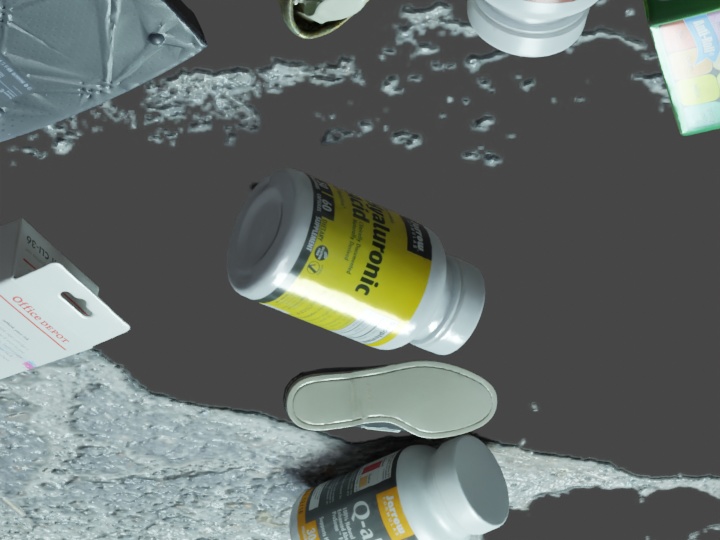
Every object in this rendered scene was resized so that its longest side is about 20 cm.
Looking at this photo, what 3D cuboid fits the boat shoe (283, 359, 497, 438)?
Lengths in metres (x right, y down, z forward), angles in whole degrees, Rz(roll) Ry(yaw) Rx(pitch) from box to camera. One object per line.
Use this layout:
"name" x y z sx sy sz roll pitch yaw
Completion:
"boat shoe" 0.026 0.116 1.802 0.199 0.073 0.063 0 -174 -11

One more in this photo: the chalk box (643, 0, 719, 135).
"chalk box" 0.254 -0.177 1.292 0.123 0.200 0.125 -11 141 13

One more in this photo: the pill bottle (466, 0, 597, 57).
"pill bottle" 0.123 -0.240 1.278 0.112 0.112 0.200 1 142 -4

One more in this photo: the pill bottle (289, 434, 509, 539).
"pill bottle" 0.038 0.239 1.897 0.200 0.117 0.116 -26 136 29

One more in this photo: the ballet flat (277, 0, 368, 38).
"ballet flat" 0.014 -0.226 1.332 0.071 0.071 0.200 27 134 -32

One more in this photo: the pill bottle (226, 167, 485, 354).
"pill bottle" 0.000 0.000 1.589 0.200 0.112 0.111 22 137 -29

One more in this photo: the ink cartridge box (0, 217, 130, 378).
"ink cartridge box" -0.304 0.028 1.649 0.200 0.068 0.116 -18 140 23

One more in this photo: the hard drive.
"hard drive" -0.227 -0.173 1.411 0.200 0.042 0.135 -21 139 24
